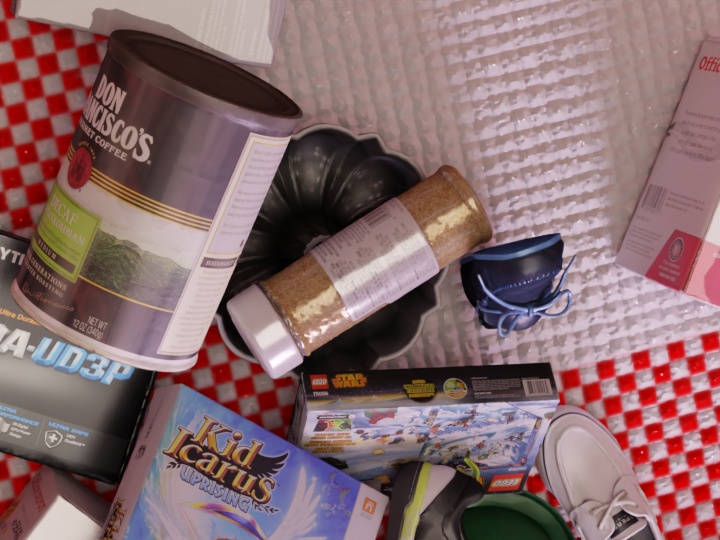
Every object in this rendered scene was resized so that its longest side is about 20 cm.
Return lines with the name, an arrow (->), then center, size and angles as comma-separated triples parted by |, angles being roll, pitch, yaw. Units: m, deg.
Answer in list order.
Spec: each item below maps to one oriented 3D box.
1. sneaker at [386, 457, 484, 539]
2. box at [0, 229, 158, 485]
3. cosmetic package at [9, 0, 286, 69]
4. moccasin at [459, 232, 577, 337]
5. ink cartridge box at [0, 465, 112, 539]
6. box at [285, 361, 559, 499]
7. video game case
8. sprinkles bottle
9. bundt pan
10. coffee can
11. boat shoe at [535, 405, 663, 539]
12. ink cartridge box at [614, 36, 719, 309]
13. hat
sneaker -> 0.057, 0.243, 1.610 | 0.082, 0.072, 0.201 | 7, 91, 5
box -> -0.253, 0.059, 1.598 | 0.199, 0.046, 0.160 | 19, 91, -15
cosmetic package -> -0.155, -0.220, 1.562 | 0.199, 0.090, 0.107 | 12, 97, -12
moccasin -> 0.124, 0.012, 1.597 | 0.080, 0.200, 0.069 | -13, 87, -2
ink cartridge box -> -0.231, 0.247, 1.592 | 0.125, 0.129, 0.200 | 39, 88, -15
box -> 0.043, 0.128, 1.641 | 0.199, 0.040, 0.137 | -1, 142, -13
video game case -> -0.092, 0.208, 1.547 | 0.200, 0.045, 0.182 | 31, 65, -25
sprinkles bottle -> 0.000, 0.000, 1.559 | 0.200, 0.068, 0.068 | -33, 104, -6
bundt pan -> -0.036, -0.016, 1.623 | 0.201, 0.076, 0.203 | -2, 99, -13
coffee can -> -0.145, -0.050, 1.493 | 0.146, 0.146, 0.201 | 20, 104, -15
boat shoe -> 0.205, 0.203, 1.716 | 0.072, 0.066, 0.201 | -25, 103, -9
ink cartridge box -> 0.294, -0.073, 1.653 | 0.082, 0.146, 0.201 | 21, 94, -16
hat -> 0.131, 0.266, 1.649 | 0.199, 0.176, 0.167 | -9, 99, -12
